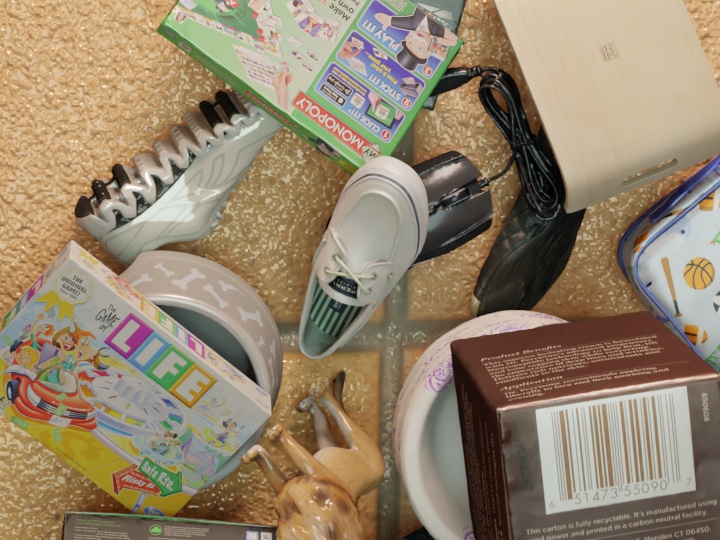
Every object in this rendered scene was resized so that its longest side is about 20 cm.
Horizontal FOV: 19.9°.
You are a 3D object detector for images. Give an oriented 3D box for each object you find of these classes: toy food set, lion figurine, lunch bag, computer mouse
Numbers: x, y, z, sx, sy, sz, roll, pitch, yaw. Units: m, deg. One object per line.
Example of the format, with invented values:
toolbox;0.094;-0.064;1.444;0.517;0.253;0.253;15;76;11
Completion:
toy food set;0.187;-0.162;1.594;0.142;0.060;0.202;-20;83;-10
lion figurine;-0.021;0.161;1.587;0.123;0.200;0.072;47;126;1
lunch bag;0.316;-0.023;1.652;0.200;0.076;0.161;-40;100;3
computer mouse;0.049;-0.076;1.603;0.198;0.046;0.142;-20;95;14

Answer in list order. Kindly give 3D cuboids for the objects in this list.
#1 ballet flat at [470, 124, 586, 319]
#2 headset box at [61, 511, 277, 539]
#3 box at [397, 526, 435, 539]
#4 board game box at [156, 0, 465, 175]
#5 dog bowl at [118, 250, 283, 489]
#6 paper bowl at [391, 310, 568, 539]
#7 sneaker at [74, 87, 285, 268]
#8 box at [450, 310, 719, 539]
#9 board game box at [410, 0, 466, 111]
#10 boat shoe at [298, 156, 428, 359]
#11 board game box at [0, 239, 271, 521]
ballet flat;0.142;-0.042;1.649;0.066;0.057;0.201;18;104;-39
headset box;-0.156;0.291;1.607;0.172;0.093;0.201;5;135;-7
box;-0.006;0.305;1.623;0.051;0.158;0.201;36;102;14
board game box;-0.037;-0.178;1.557;0.199;0.029;0.135;36;75;-8
dog bowl;-0.157;0.088;1.604;0.198;0.059;0.202;-2;113;-4
paper bowl;0.124;0.132;1.643;0.198;0.104;0.203;-1;100;-7
sneaker;-0.124;-0.076;1.599;0.199;0.075;0.081;-34;113;6
box;0.167;0.140;1.494;0.164;0.200;0.166;-9;102;-4
board game box;-0.022;-0.204;1.605;0.198;0.023;0.106;17;101;-10
boat shoe;0.000;0.000;1.565;0.073;0.067;0.201;26;140;7
board game box;-0.185;0.089;1.551;0.200;0.034;0.135;39;105;-19
